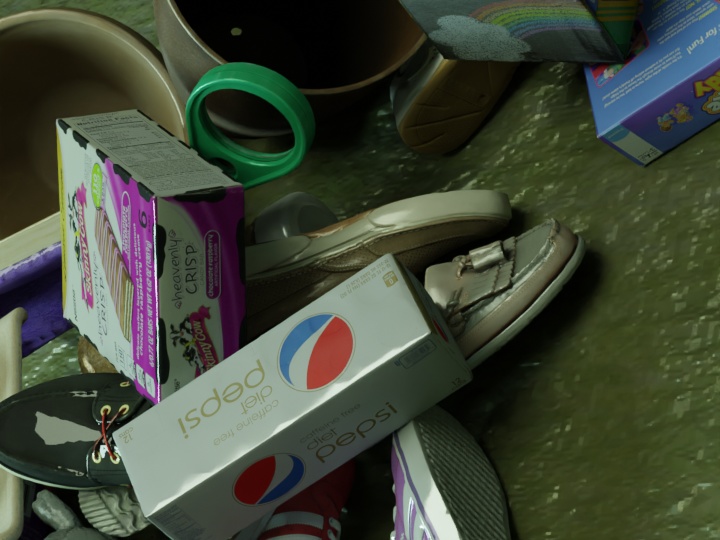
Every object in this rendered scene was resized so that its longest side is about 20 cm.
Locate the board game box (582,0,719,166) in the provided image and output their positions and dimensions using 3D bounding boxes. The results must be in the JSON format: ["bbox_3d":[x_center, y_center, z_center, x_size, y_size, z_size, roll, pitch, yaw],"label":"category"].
[{"bbox_3d":[0.216,-0.169,1.634,0.199,0.045,0.135,-33,48,30],"label":"board game box"}]

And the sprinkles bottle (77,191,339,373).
[{"bbox_3d":[-0.097,0.023,1.838,0.199,0.068,0.069,-32,48,31],"label":"sprinkles bottle"}]

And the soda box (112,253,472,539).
[{"bbox_3d":[-0.040,0.078,1.618,0.199,0.064,0.068,-33,52,7],"label":"soda box"}]

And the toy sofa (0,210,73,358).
[{"bbox_3d":[-0.202,-0.004,1.887,0.199,0.083,0.098,-26,94,13],"label":"toy sofa"}]

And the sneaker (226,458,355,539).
[{"bbox_3d":[-0.027,0.187,1.657,0.112,0.072,0.200,23,47,19],"label":"sneaker"}]

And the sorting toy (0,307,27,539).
[{"bbox_3d":[-0.288,0.135,1.817,0.185,0.036,0.201,-33,40,29],"label":"sorting toy"}]

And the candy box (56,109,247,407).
[{"bbox_3d":[-0.130,-0.009,1.714,0.200,0.061,0.137,-144,51,-63],"label":"candy box"}]

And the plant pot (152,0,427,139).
[{"bbox_3d":[-0.058,-0.165,1.813,0.200,0.186,0.188,126,156,-67],"label":"plant pot"}]

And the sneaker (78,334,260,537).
[{"bbox_3d":[-0.096,0.093,1.794,0.200,0.100,0.070,-37,85,-4],"label":"sneaker"}]

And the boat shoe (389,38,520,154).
[{"bbox_3d":[0.083,-0.167,1.754,0.200,0.071,0.069,-47,41,18],"label":"boat shoe"}]

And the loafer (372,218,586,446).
[{"bbox_3d":[0.046,0.030,1.672,0.200,0.063,0.072,-41,14,25],"label":"loafer"}]

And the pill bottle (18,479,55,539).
[{"bbox_3d":[-0.272,0.217,1.878,0.111,0.111,0.201,-15,58,41],"label":"pill bottle"}]

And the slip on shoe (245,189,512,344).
[{"bbox_3d":[0.000,0.000,1.718,0.199,0.076,0.061,-14,80,6],"label":"slip on shoe"}]

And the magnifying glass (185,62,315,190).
[{"bbox_3d":[-0.086,-0.063,1.745,0.200,0.079,0.022,-55,8,51],"label":"magnifying glass"}]

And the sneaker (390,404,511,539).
[{"bbox_3d":[0.031,0.175,1.614,0.114,0.072,0.201,-41,44,27],"label":"sneaker"}]

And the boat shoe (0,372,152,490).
[{"bbox_3d":[-0.136,0.097,1.712,0.200,0.063,0.074,2,81,6],"label":"boat shoe"}]

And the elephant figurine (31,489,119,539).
[{"bbox_3d":[-0.170,0.272,1.723,0.141,0.201,0.155,16,36,15],"label":"elephant figurine"}]

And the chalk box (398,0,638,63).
[{"bbox_3d":[0.078,-0.218,1.597,0.124,0.200,0.125,4,68,25],"label":"chalk box"}]

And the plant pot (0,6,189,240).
[{"bbox_3d":[-0.204,-0.087,1.962,0.201,0.201,0.093,-50,0,13],"label":"plant pot"}]
